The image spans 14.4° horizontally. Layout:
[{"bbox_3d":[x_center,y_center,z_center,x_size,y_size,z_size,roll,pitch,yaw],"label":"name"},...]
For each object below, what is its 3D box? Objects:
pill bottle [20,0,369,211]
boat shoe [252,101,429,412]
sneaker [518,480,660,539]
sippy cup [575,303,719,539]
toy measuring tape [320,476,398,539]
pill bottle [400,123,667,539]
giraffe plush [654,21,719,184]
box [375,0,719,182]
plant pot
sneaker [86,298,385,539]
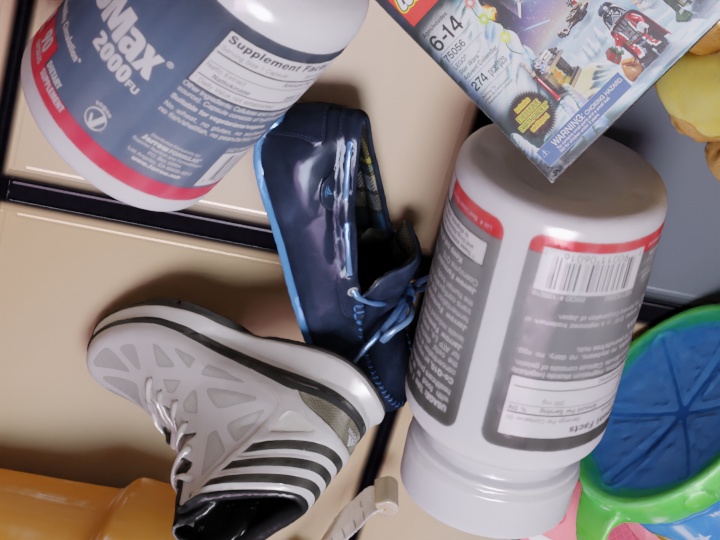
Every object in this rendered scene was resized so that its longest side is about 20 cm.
[{"bbox_3d":[-0.066,-0.134,1.393,0.119,0.120,0.200,31,124,-22],"label":"pill bottle"},{"bbox_3d":[0.000,0.000,1.527,0.068,0.084,0.201,-5,134,21],"label":"boat shoe"},{"bbox_3d":[0.149,0.131,1.659,0.199,0.074,0.087,29,112,-26],"label":"sneaker"},{"bbox_3d":[0.208,0.110,1.581,0.177,0.140,0.130,-29,126,26],"label":"sippy cup"},{"bbox_3d":[-0.018,0.198,1.710,0.073,0.074,0.200,29,126,-21],"label":"toy measuring tape"},{"bbox_3d":[0.086,0.033,1.512,0.113,0.114,0.201,10,119,-6],"label":"pill bottle"},{"bbox_3d":[0.246,-0.078,1.400,0.199,0.163,0.173,-25,125,22],"label":"giraffe plush"},{"bbox_3d":[0.114,-0.157,1.383,0.137,0.040,0.200,45,123,1],"label":"box"},{"bbox_3d":[-0.197,0.198,1.650,0.182,0.201,0.201,20,130,5],"label":"plant pot"},{"bbox_3d":[-0.094,0.086,1.540,0.200,0.116,0.076,11,143,38],"label":"sneaker"}]
